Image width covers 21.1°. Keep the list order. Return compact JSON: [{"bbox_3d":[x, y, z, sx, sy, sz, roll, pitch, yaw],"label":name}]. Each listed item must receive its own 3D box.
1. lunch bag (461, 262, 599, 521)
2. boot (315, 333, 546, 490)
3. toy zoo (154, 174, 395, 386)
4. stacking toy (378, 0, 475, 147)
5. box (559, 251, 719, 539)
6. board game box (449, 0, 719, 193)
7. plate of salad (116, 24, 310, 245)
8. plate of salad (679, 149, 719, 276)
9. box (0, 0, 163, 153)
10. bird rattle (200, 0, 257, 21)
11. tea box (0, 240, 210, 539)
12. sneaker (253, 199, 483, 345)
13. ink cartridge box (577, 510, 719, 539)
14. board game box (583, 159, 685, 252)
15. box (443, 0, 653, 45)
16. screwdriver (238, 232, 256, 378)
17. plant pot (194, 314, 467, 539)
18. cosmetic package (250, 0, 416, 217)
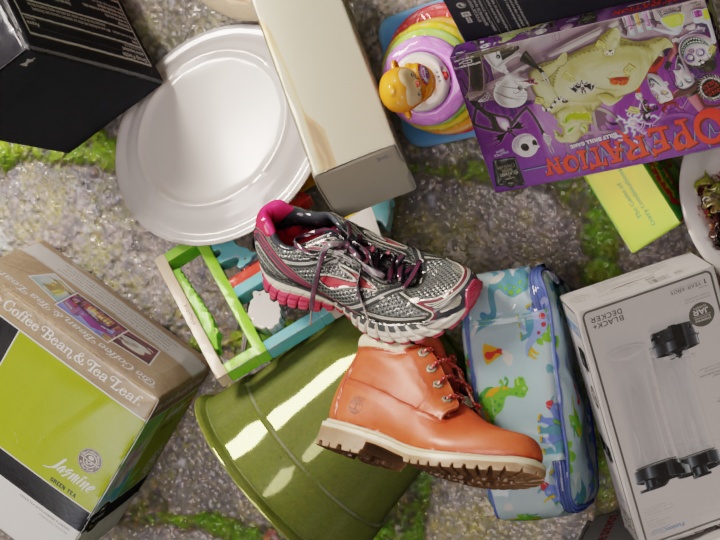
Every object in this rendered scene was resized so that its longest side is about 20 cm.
[{"bbox_3d":[0.139,0.098,1.549,0.082,0.161,0.202,-9,81,13],"label":"lunch bag"},{"bbox_3d":[0.061,0.104,1.461,0.199,0.075,0.108,12,77,36],"label":"boot"},{"bbox_3d":[-0.058,-0.008,1.596,0.199,0.020,0.132,-32,62,-1],"label":"toy zoo"},{"bbox_3d":[0.053,-0.152,1.515,0.109,0.200,0.117,-13,96,18],"label":"stacking toy"},{"bbox_3d":[0.237,0.101,1.488,0.116,0.060,0.201,-19,102,-4],"label":"box"},{"bbox_3d":[0.178,-0.133,1.445,0.199,0.032,0.121,-12,119,22],"label":"board game box"},{"bbox_3d":[-0.115,-0.112,1.629,0.199,0.048,0.202,-9,67,22],"label":"plate of salad"},{"bbox_3d":[0.345,-0.065,1.479,0.198,0.048,0.202,-1,71,3],"label":"plate of salad"},{"bbox_3d":[-0.295,-0.216,1.590,0.123,0.200,0.199,-35,72,21],"label":"box"},{"bbox_3d":[-0.113,-0.276,1.603,0.199,0.113,0.163,-35,105,23],"label":"bird rattle"},{"bbox_3d":[-0.275,0.116,1.709,0.199,0.134,0.197,36,110,8],"label":"tea box"},{"bbox_3d":[0.000,0.000,1.498,0.199,0.081,0.075,12,136,27],"label":"sneaker"},{"bbox_3d":[0.277,0.234,1.551,0.199,0.145,0.085,-17,96,20],"label":"ink cartridge box"},{"bbox_3d":[0.189,-0.119,1.532,0.047,0.102,0.201,-33,90,22],"label":"board game box"},{"bbox_3d":[0.152,-0.291,1.457,0.181,0.104,0.201,-9,59,18],"label":"box"},{"bbox_3d":[-0.087,-0.002,1.632,0.028,0.029,0.202,1,71,13],"label":"screwdriver"},{"bbox_3d":[-0.004,0.116,1.611,0.190,0.200,0.200,-44,86,8],"label":"plant pot"},{"bbox_3d":[-0.027,-0.154,1.526,0.071,0.105,0.201,-21,68,4],"label":"cosmetic package"}]
